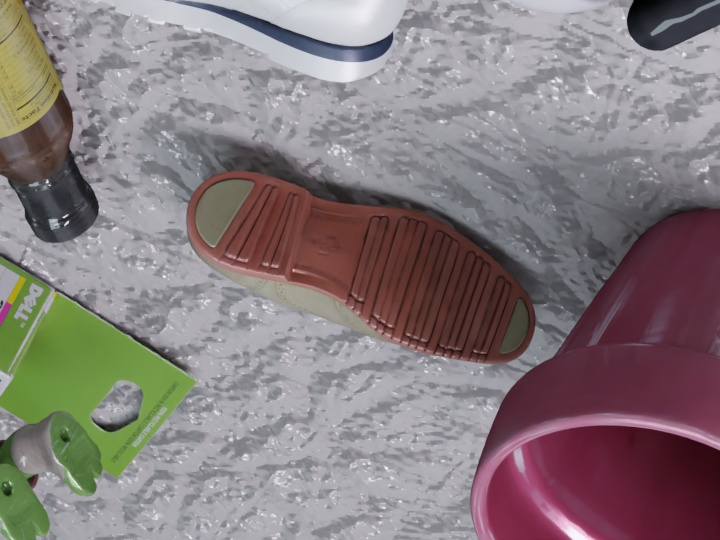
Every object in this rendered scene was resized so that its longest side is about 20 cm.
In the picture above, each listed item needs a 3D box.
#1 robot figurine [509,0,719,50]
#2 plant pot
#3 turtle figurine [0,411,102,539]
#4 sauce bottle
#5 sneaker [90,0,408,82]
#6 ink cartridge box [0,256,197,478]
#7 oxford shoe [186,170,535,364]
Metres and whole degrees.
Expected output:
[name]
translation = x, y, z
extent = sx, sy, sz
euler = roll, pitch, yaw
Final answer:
[robot figurine]
translation = 0.123, -0.191, 1.287
extent = 0.200, 0.150, 0.125
euler = -27, 132, 31
[plant pot]
translation = 0.174, 0.075, 1.535
extent = 0.200, 0.179, 0.200
euler = 14, 141, 12
[turtle figurine]
translation = -0.242, 0.168, 1.772
extent = 0.194, 0.200, 0.144
euler = -19, 162, 35
[sauce bottle]
translation = -0.195, -0.098, 1.615
extent = 0.065, 0.065, 0.200
euler = 3, 137, 24
[sneaker]
translation = -0.070, -0.164, 1.481
extent = 0.200, 0.076, 0.081
euler = 16, 130, 2
[ink cartridge box]
translation = -0.220, 0.071, 1.814
extent = 0.200, 0.076, 0.148
euler = 31, 141, -8
[oxford shoe]
translation = 0.000, 0.000, 1.644
extent = 0.200, 0.071, 0.074
euler = 24, 167, -1
